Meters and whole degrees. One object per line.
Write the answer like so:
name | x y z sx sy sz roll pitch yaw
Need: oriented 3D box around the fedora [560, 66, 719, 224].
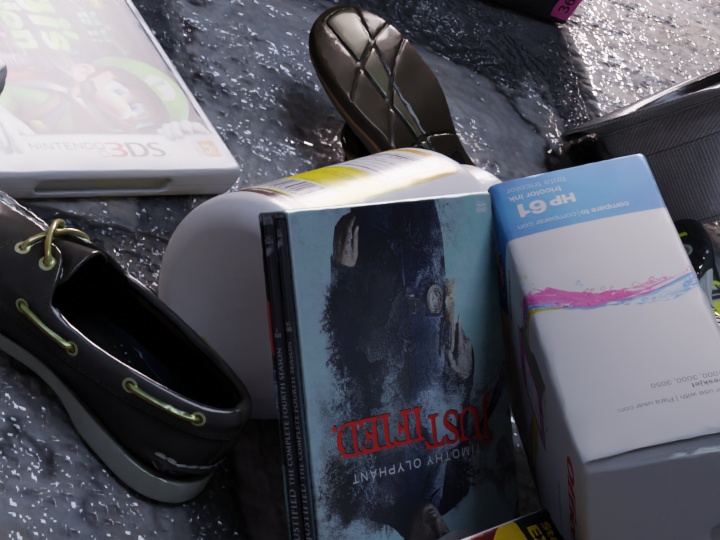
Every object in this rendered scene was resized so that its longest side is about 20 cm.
fedora | 0.232 -0.081 1.346 0.200 0.177 0.090 -27 99 -54

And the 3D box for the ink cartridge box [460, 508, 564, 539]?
ink cartridge box | 0.082 0.209 0.859 0.175 0.084 0.200 -12 64 -49

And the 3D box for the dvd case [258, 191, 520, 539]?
dvd case | 0.018 0.067 0.943 0.146 0.022 0.200 -6 93 -48

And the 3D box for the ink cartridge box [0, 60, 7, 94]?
ink cartridge box | -0.233 -0.010 0.788 0.086 0.147 0.200 33 32 -4

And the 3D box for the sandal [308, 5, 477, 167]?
sandal | 0.028 -0.062 1.198 0.200 0.055 0.082 54 39 -2

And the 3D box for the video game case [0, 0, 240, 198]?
video game case | -0.178 -0.117 1.088 0.182 0.023 0.200 -3 51 -46

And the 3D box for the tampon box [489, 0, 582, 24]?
tampon box | 0.109 -0.306 1.478 0.126 0.150 0.200 12 41 -34

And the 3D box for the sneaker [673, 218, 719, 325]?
sneaker | 0.187 0.040 1.220 0.200 0.075 0.076 -85 152 -58

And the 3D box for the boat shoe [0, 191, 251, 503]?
boat shoe | -0.130 0.014 0.937 0.201 0.061 0.072 43 33 8

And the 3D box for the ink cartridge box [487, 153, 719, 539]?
ink cartridge box | 0.122 0.065 0.967 0.085 0.145 0.200 -11 39 -3

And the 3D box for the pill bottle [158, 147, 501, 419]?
pill bottle | 0.000 0.000 1.035 0.109 0.109 0.200 49 35 17
